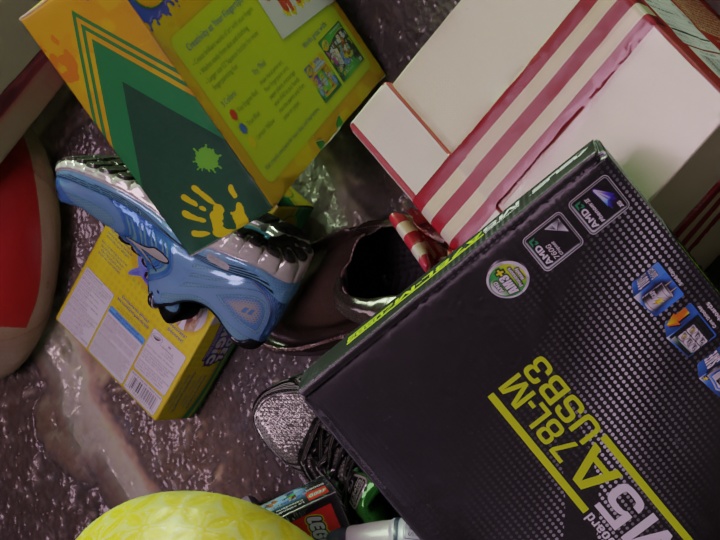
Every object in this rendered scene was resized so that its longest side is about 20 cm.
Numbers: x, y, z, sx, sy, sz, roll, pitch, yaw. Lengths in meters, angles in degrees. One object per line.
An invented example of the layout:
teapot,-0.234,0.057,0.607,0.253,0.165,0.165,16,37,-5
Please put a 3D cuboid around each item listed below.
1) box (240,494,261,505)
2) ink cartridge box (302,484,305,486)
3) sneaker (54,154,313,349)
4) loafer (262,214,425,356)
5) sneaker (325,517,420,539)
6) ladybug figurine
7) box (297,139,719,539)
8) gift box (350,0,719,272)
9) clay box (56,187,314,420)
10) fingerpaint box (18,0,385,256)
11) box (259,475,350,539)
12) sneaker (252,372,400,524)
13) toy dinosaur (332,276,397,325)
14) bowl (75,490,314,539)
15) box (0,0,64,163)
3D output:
box,-0.119,0.258,1.287,0.199,0.036,0.145,-33,70,2
ink cartridge box,-0.076,0.235,1.248,0.200,0.039,0.100,-41,72,-2
sneaker,-0.125,-0.013,1.264,0.199,0.078,0.091,29,110,32
loafer,0.000,0.000,1.238,0.199,0.071,0.074,-23,77,32
sneaker,0.015,0.235,1.159,0.070,0.073,0.202,-1,102,11
ladybug figurine,-0.278,-0.021,1.427,0.135,0.072,0.202,2,90,34
box,0.103,0.071,0.993,0.193,0.048,0.200,-38,98,9
gift box,0.125,-0.058,1.088,0.187,0.184,0.200,-48,61,22
clay box,-0.112,-0.015,1.329,0.115,0.047,0.201,41,110,27
fingerpaint box,-0.088,-0.131,1.189,0.073,0.200,0.167,-27,105,31
box,-0.043,0.242,1.194,0.136,0.038,0.201,-24,104,-7
sneaker,0.010,0.116,1.223,0.199,0.085,0.079,24,103,33
toy dinosaur,0.051,0.064,1.145,0.102,0.077,0.200,-45,43,13
bowl,-0.097,0.233,1.093,0.198,0.108,0.202,6,112,14
box,-0.283,-0.152,1.363,0.127,0.109,0.200,31,78,31
